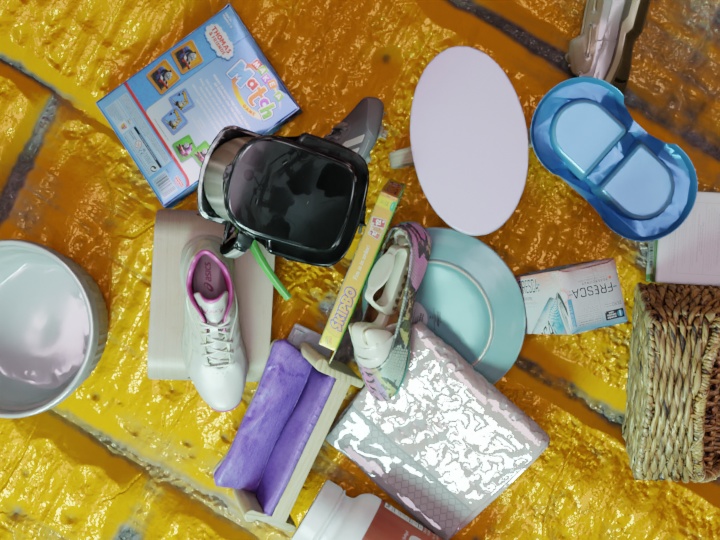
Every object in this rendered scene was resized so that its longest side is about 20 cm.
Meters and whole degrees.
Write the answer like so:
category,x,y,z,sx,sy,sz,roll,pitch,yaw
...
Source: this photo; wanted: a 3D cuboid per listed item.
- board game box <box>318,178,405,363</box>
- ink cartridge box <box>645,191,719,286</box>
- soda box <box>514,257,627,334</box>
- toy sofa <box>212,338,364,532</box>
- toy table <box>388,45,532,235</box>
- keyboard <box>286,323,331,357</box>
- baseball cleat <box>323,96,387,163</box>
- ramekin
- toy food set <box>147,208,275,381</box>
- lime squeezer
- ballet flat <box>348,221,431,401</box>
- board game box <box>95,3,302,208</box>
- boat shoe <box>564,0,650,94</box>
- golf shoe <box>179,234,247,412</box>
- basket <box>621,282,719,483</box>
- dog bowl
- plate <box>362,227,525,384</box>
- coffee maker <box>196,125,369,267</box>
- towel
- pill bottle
category,x,y,z,sx,sy,sz,roll,pitch,yaw
board game box,0.000,0.000,1.204,0.030,0.096,0.202,20,104,2
ink cartridge box,0.427,-0.032,1.219,0.197,0.059,0.105,3,91,5
soda box,0.216,0.030,1.166,0.063,0.200,0.069,-12,88,-8
toy sofa,-0.086,0.185,1.238,0.097,0.083,0.202,25,92,-21
toy table,0.120,-0.140,1.218,0.181,0.117,0.203,3,90,5
keyboard,-0.097,0.164,1.282,0.056,0.011,0.202,25,93,-24
baseball cleat,-0.047,-0.127,1.232,0.106,0.070,0.202,32,78,-25
ramekin,-0.391,0.065,1.269,0.197,0.105,0.203,0,91,5
toy food set,-0.175,0.031,1.280,0.141,0.060,0.203,3,92,-7
lime squeezer,-0.122,-0.062,1.250,0.038,0.070,0.203,-26,64,45
ballet flat,0.026,0.043,1.184,0.069,0.071,0.203,17,94,38
board game box,-0.191,-0.193,1.284,0.199,0.037,0.152,-35,86,5
boat shoe,0.271,-0.242,1.232,0.068,0.075,0.202,19,94,24
golf shoe,-0.167,0.062,1.206,0.074,0.092,0.203,-9,94,-7
basket,0.367,0.124,1.161,0.147,0.143,0.203,3,108,6
dog bowl,0.271,-0.120,1.173,0.200,0.050,0.112,43,97,0
plate,0.089,0.052,1.228,0.198,0.026,0.203,7,109,21
coffee maker,-0.060,-0.082,1.101,0.190,0.200,0.137,-8,101,-16
towel,0.083,0.189,1.235,0.200,0.032,0.191,41,113,3
pill bottle,0.023,0.327,1.227,0.199,0.112,0.113,32,93,3
